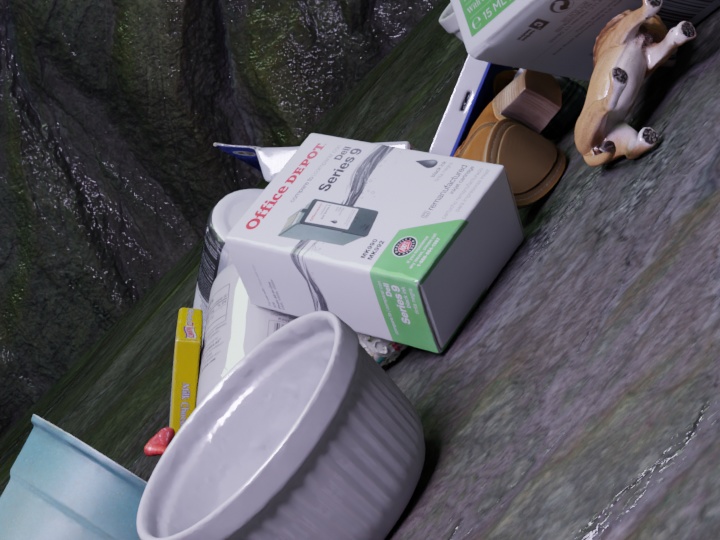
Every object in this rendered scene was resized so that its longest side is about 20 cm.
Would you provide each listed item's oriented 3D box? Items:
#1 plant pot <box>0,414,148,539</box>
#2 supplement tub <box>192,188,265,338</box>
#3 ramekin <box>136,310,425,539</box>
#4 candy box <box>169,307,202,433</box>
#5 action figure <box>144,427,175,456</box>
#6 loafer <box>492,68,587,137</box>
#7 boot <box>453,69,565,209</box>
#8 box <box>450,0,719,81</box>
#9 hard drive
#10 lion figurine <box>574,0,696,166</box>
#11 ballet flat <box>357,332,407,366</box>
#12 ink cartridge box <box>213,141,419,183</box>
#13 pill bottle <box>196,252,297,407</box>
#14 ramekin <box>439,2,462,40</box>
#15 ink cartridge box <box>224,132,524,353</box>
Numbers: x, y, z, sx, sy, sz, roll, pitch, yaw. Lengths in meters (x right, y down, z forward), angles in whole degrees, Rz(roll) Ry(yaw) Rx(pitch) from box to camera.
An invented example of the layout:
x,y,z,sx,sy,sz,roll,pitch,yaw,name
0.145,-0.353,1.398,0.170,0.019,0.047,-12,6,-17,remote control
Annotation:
x,y,z,sx,sy,sz,roll,pitch,yaw,name
-0.230,0.249,1.277,0.196,0.200,0.200,-56,11,-13,plant pot
-0.108,0.026,1.650,0.123,0.122,0.200,-57,-15,-49,supplement tub
-0.048,0.136,1.098,0.200,0.105,0.200,-42,17,16,ramekin
-0.161,0.143,1.464,0.102,0.026,0.200,-114,28,-73,candy box
-0.067,0.143,1.273,0.200,0.065,0.099,0,25,43,action figure
0.164,-0.175,1.616,0.073,0.072,0.200,-50,9,-11,loafer
0.113,-0.084,1.478,0.155,0.077,0.200,-50,19,39,boot
0.201,-0.293,1.408,0.200,0.171,0.199,5,-30,-39,box
0.116,-0.167,1.658,0.200,0.025,0.132,-10,-57,-80,hard drive
0.210,-0.146,1.315,0.200,0.072,0.122,-57,6,-29,lion figurine
-0.001,0.010,1.430,0.200,0.076,0.064,-97,29,-48,ballet flat
-0.025,-0.093,1.634,0.200,0.200,0.041,23,-111,-73,ink cartridge box
-0.081,0.050,1.441,0.114,0.114,0.200,-39,35,38,pill bottle
0.203,-0.342,2.002,0.200,0.105,0.200,-44,10,10,ramekin
0.010,-0.027,1.338,0.200,0.084,0.146,12,50,34,ink cartridge box
